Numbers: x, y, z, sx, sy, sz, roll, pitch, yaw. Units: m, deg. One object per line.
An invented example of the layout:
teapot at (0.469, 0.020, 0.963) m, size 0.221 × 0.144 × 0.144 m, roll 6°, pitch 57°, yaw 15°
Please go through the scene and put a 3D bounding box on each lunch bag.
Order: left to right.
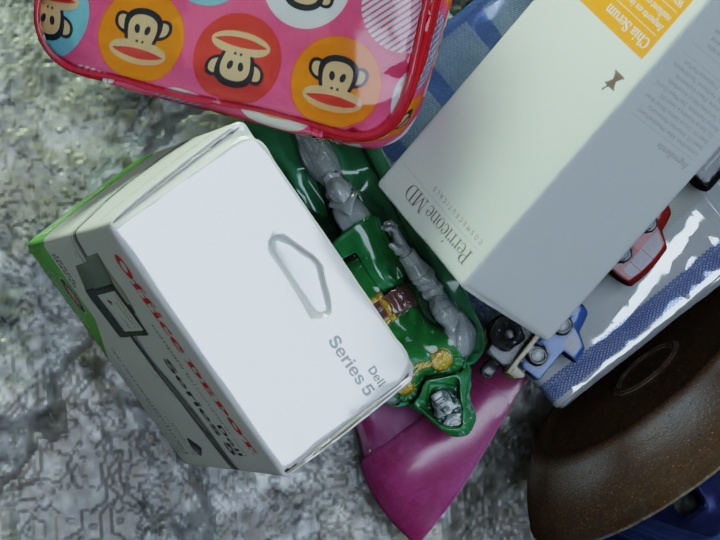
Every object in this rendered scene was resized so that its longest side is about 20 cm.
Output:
lunch bag at (-0.048, -0.162, 1.273) m, size 0.200 × 0.082 × 0.177 m, roll 15°, pitch 92°, yaw 7°

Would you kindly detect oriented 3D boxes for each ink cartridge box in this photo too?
ink cartridge box at (-0.072, 0.017, 1.265) m, size 0.084 × 0.200 × 0.146 m, roll -37°, pitch 98°, yaw -15°

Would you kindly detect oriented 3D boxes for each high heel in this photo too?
high heel at (0.091, 0.063, 1.380) m, size 0.200 × 0.067 × 0.096 m, roll -24°, pitch 85°, yaw -12°

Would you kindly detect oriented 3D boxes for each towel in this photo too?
towel at (0.097, -0.045, 1.353) m, size 0.147 × 0.024 × 0.200 m, roll -40°, pitch 81°, yaw -2°

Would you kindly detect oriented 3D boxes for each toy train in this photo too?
toy train at (0.133, -0.017, 1.320) m, size 0.046 × 0.034 × 0.200 m, roll 41°, pitch 87°, yaw -2°

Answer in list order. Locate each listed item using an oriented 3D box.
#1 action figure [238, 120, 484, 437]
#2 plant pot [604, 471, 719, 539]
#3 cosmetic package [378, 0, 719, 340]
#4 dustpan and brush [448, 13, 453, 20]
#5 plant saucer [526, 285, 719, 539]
action figure at (0.000, 0.000, 1.334) m, size 0.118 × 0.055 × 0.200 m, roll -36°, pitch 88°, yaw 18°
plant pot at (0.249, 0.128, 1.369) m, size 0.200 × 0.200 × 0.180 m, roll -43°, pitch 107°, yaw -13°
cosmetic package at (0.113, -0.078, 1.268) m, size 0.071 × 0.101 × 0.200 m, roll 32°, pitch 103°, yaw -40°
dustpan and brush at (0.015, -0.149, 1.370) m, size 0.200 × 0.057 × 0.140 m, roll 37°, pitch 85°, yaw -44°
plant saucer at (0.156, 0.062, 1.335) m, size 0.200 × 0.200 × 0.037 m, roll -44°, pitch 101°, yaw -14°
